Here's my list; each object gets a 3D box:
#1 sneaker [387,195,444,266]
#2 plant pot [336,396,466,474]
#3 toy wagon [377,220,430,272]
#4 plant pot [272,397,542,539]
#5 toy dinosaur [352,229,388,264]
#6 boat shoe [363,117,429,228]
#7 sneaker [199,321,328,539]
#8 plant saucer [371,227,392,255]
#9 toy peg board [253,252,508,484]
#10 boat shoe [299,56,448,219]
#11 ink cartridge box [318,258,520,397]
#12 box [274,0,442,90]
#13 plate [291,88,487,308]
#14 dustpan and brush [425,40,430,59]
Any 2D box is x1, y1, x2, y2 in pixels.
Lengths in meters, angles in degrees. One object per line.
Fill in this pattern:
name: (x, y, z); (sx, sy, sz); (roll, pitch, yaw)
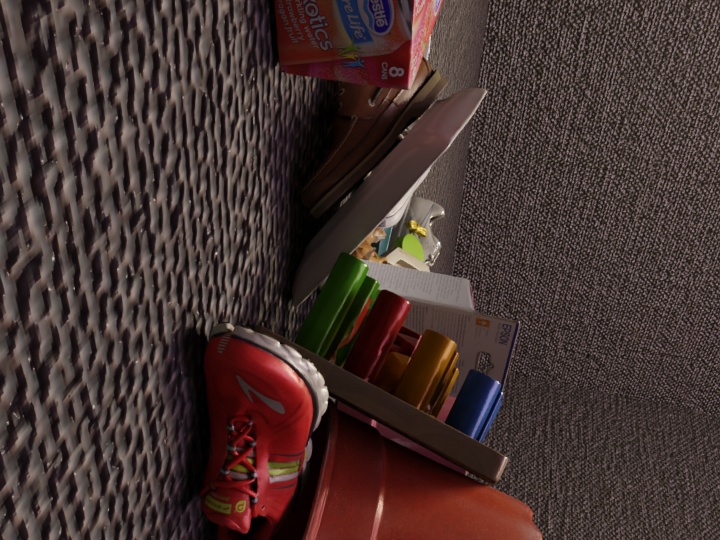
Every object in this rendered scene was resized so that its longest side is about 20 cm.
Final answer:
sneaker: (0.070, -0.019, 1.101); (0.075, 0.086, 0.203); (64, 38, -77)
plant pot: (0.068, 0.199, 1.036); (0.200, 0.176, 0.203); (9, 90, -80)
toy wagon: (0.060, 0.034, 0.976); (0.154, 0.039, 0.203); (29, 56, -42)
plant pot: (0.028, 0.229, 0.607); (0.201, 0.193, 0.203); (-159, -90, -81)
toy dinosaur: (0.000, 0.000, 0.846); (0.200, 0.059, 0.108); (-82, 164, -71)
boat shoe: (0.045, -0.138, 0.900); (0.070, 0.070, 0.201); (94, 17, -45)
sneaker: (-0.068, 0.119, 0.480); (0.085, 0.076, 0.202); (-63, 161, -44)
plant saucer: (0.021, -0.021, 1.016); (0.070, 0.019, 0.203); (73, 28, -69)
toy peg board: (0.039, 0.079, 0.610); (0.099, 0.197, 0.200); (-62, 165, -10)
boat shoe: (-0.002, -0.124, 0.646); (0.072, 0.068, 0.201); (-35, -166, 52)
ink cartridge box: (0.061, 0.067, 0.797); (0.197, 0.197, 0.044); (86, 17, -57)
box: (0.013, -0.225, 0.528); (0.101, 0.094, 0.201); (91, 13, -45)
plate: (0.021, -0.076, 0.667); (0.200, 0.032, 0.200); (-46, -175, 30)
dustpan and brush: (0.060, -0.278, 0.838); (0.140, 0.056, 0.203); (47, 46, -68)
